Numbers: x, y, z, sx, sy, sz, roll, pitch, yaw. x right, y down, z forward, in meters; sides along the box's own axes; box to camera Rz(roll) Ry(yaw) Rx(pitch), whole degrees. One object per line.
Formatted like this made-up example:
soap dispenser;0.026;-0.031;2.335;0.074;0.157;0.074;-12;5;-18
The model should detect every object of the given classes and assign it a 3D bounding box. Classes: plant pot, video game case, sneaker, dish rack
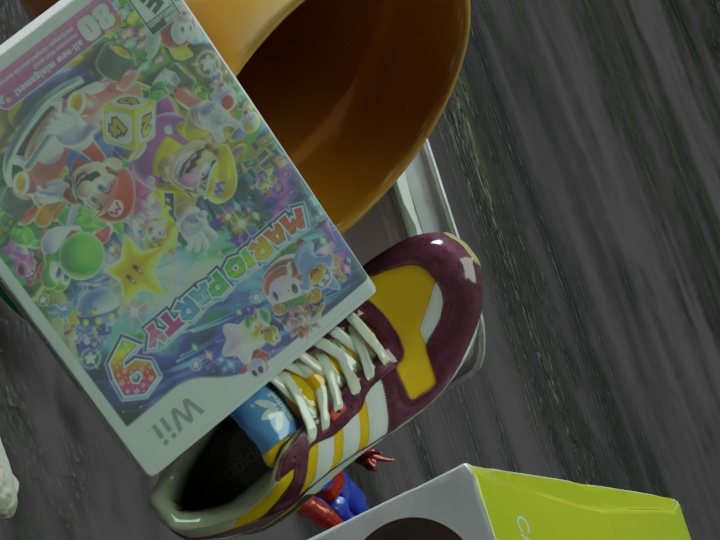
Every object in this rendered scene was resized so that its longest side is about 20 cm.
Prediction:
plant pot;-0.075;-0.130;1.176;0.183;0.201;0.200;40;7;27
video game case;-0.099;-0.026;1.032;0.200;0.143;0.018;56;-15;-20
sneaker;-0.020;0.061;1.100;0.075;0.200;0.090;45;12;13
dish rack;0.000;0.000;1.309;0.200;0.043;0.173;137;-63;-65

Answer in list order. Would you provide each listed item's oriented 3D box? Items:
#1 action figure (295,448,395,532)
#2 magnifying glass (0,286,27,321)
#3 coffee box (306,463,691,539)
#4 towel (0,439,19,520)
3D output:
action figure;-0.011;0.126;1.240;0.066;0.051;0.200;-87;153;-44
magnifying glass;-0.184;-0.032;1.043;0.200;0.022;0.080;35;35;-52
coffee box;0.054;0.224;1.053;0.200;0.197;0.201;16;52;-53
towel;-0.207;0.029;0.892;0.200;0.034;0.133;27;42;-61
